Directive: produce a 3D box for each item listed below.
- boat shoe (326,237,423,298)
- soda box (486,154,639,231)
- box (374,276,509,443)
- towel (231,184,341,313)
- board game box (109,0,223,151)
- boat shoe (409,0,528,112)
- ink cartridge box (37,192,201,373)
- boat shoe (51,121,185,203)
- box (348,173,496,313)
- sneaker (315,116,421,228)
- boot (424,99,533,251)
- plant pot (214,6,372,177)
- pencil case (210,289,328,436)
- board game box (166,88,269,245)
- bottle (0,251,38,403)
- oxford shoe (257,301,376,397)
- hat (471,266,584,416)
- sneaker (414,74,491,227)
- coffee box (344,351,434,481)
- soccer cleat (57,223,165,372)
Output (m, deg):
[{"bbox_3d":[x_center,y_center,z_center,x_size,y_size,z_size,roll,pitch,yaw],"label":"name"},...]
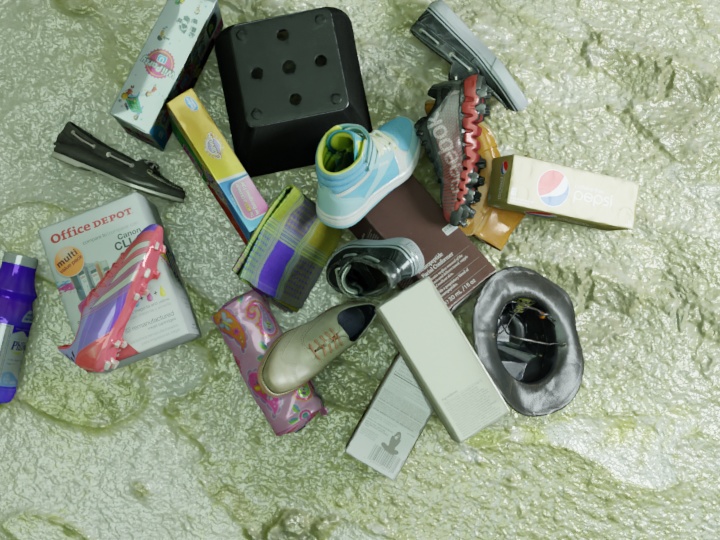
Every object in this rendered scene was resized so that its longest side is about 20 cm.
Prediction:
[{"bbox_3d":[0.000,0.000,1.544,0.071,0.200,0.072,-31,96,-31],"label":"boat shoe"},{"bbox_3d":[0.275,-0.103,1.596,0.198,0.064,0.068,10,86,-20],"label":"soda box"},{"bbox_3d":[0.101,0.113,1.495,0.082,0.068,0.201,-30,88,-5],"label":"box"},{"bbox_3d":[-0.090,-0.026,1.560,0.023,0.200,0.144,29,85,24],"label":"towel"},{"bbox_3d":[-0.258,-0.274,1.595,0.064,0.148,0.201,27,86,-1],"label":"board game box"},{"bbox_3d":[0.149,-0.285,1.645,0.071,0.072,0.200,-43,77,6],"label":"boat shoe"},{"bbox_3d":[-0.318,0.018,1.574,0.144,0.145,0.201,-21,85,-2],"label":"ink cartridge box"},{"bbox_3d":[-0.329,-0.149,1.625,0.199,0.067,0.057,20,90,5],"label":"boat shoe"},{"bbox_3d":[0.079,-0.035,1.593,0.100,0.075,0.200,-37,78,-22],"label":"box"},{"bbox_3d":[0.014,-0.158,1.527,0.079,0.131,0.200,26,59,22],"label":"sneaker"},{"bbox_3d":[0.143,-0.129,1.625,0.200,0.071,0.145,33,86,-2],"label":"boot"},{"bbox_3d":[-0.090,-0.251,1.580,0.198,0.177,0.201,-11,86,-2],"label":"plant pot"},{"bbox_3d":[-0.123,0.125,1.599,0.087,0.087,0.201,-30,87,-2],"label":"pencil case"},{"bbox_3d":[-0.186,-0.131,1.580,0.040,0.153,0.201,-33,86,-9],"label":"board game box"},{"bbox_3d":[-0.482,0.077,1.599,0.065,0.084,0.202,12,85,1],"label":"bottle"},{"bbox_3d":[-0.056,0.094,1.557,0.200,0.074,0.071,-41,98,-38],"label":"oxford shoe"},{"bbox_3d":[0.208,0.101,1.593,0.199,0.081,0.202,10,71,-30],"label":"hat"},{"bbox_3d":[0.118,-0.159,1.567,0.097,0.071,0.202,5,92,14],"label":"sneaker"},{"bbox_3d":[0.060,0.172,1.581,0.079,0.114,0.201,30,85,2],"label":"coffee box"},{"bbox_3d":[-0.307,0.029,1.470,0.076,0.067,0.201,23,88,5],"label":"soccer cleat"}]
